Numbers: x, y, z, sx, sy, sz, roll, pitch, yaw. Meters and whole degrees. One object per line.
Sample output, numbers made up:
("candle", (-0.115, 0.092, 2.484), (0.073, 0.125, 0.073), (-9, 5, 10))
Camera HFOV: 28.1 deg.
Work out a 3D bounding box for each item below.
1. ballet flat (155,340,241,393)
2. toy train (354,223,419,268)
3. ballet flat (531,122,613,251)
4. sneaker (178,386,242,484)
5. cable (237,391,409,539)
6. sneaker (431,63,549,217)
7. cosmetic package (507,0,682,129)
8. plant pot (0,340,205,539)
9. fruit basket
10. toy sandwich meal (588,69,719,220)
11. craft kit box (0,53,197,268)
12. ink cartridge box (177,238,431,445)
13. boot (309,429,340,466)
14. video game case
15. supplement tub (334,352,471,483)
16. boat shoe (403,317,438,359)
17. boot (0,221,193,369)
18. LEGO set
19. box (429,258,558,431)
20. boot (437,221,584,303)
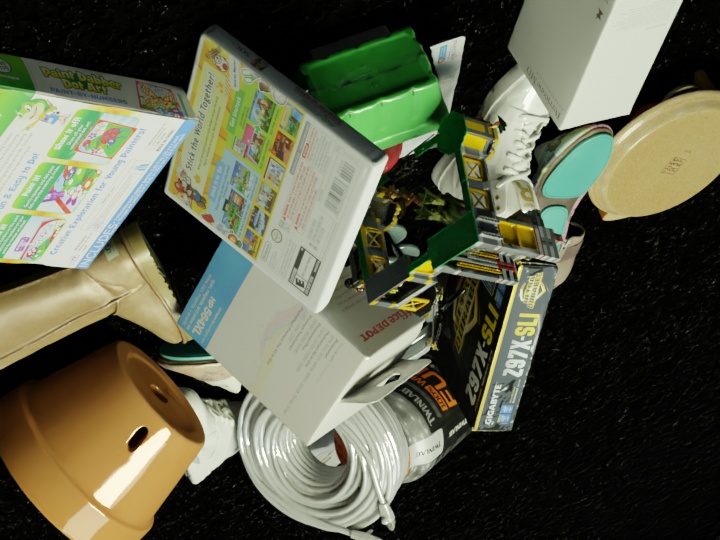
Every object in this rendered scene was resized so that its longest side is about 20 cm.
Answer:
("ballet flat", (-0.118, 0.092, 1.530), (0.199, 0.068, 0.068), (-14, 119, -18))
("toy train", (0.000, 0.000, 1.489), (0.113, 0.086, 0.200), (-17, 156, 11))
("ballet flat", (0.201, -0.088, 1.505), (0.069, 0.071, 0.201), (0, 133, -22))
("sneaker", (-0.174, 0.169, 1.635), (0.099, 0.078, 0.200), (-29, 160, -13))
("cable", (-0.042, 0.194, 1.604), (0.069, 0.199, 0.201), (-37, 130, -54))
("sneaker", (0.156, -0.110, 1.394), (0.073, 0.116, 0.200), (0, 140, -37))
("cosmetic package", (0.207, -0.231, 1.243), (0.081, 0.113, 0.200), (-14, 147, -23))
("plant pot", (-0.251, 0.164, 1.435), (0.140, 0.200, 0.200), (-41, 150, 6))
("fruit basket", (-0.002, -0.133, 1.280), (0.184, 0.094, 0.200), (-21, 167, -10))
("toy sandwich meal", (0.321, -0.134, 1.549), (0.204, 0.070, 0.206), (-18, 146, -13))
("craft kit box", (-0.265, -0.082, 1.165), (0.197, 0.049, 0.200), (2, 140, -46))
("ink cartridge box", (-0.043, 0.054, 1.339), (0.128, 0.200, 0.125), (-28, 157, -54))
("boot", (-0.043, 0.200, 1.798), (0.095, 0.074, 0.200), (-6, 154, -43))
("video game case", (-0.077, -0.080, 1.194), (0.023, 0.182, 0.200), (-43, 165, -37))
("supplement tub", (0.063, 0.171, 1.702), (0.200, 0.123, 0.123), (-35, 165, -48))
("boat shoe", (0.011, 0.090, 1.666), (0.199, 0.074, 0.067), (-25, 172, 8))
("boot", (-0.273, 0.046, 1.351), (0.199, 0.066, 0.175), (-26, 139, -3))
("LEGO set", (0.085, -0.039, 1.256), (0.115, 0.154, 0.200), (11, 141, -39))
("box", (0.136, 0.043, 1.509), (0.049, 0.160, 0.201), (3, 118, -20))
("boot", (0.156, -0.012, 1.619), (0.199, 0.070, 0.146), (5, 130, -41))
